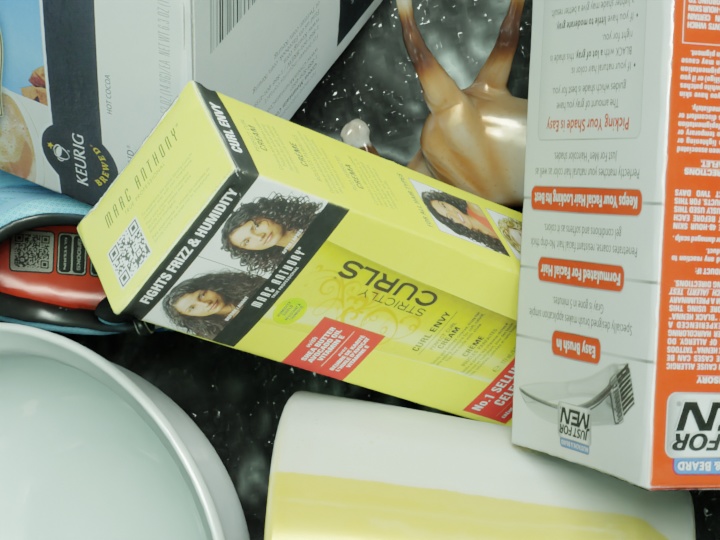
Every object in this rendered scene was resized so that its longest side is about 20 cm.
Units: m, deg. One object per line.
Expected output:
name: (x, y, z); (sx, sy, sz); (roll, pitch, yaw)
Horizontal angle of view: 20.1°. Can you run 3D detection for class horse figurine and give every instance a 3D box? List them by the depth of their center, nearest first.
horse figurine: (0.085, -0.062, 0.800); (0.199, 0.050, 0.133); (5, 120, 5)

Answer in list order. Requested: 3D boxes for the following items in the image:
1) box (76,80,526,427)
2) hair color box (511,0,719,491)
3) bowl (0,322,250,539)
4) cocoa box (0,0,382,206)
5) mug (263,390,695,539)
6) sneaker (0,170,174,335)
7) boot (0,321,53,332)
box: (0.000, 0.000, 0.741); (0.075, 0.199, 0.050); (-48, 47, 22)
hair color box: (0.103, -0.032, 0.692); (0.064, 0.111, 0.201); (3, 92, -19)
bowl: (-0.118, 0.118, 0.812); (0.200, 0.090, 0.202); (2, 94, 25)
cocoa box: (-0.073, -0.136, 0.773); (0.131, 0.134, 0.200); (21, 48, 16)
mug: (0.046, 0.139, 0.757); (0.152, 0.150, 0.187); (1, 59, 6)
sneaker: (-0.070, 0.002, 0.792); (0.199, 0.090, 0.079); (-2, 107, -4)
boot: (-0.138, 0.009, 0.856); (0.165, 0.072, 0.201); (3, 94, 8)
